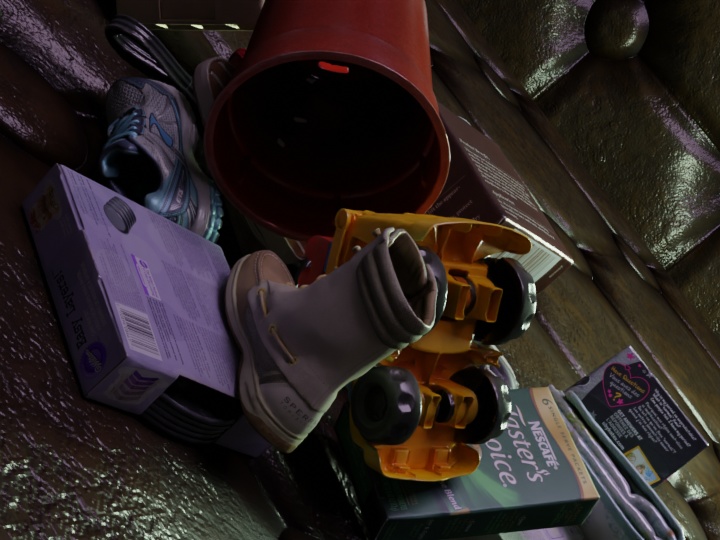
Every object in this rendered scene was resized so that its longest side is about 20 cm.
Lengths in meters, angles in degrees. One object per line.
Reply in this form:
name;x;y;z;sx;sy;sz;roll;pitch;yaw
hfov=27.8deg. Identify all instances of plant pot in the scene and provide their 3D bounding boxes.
plant pot;-0.021;-0.161;1.234;0.200;0.200;0.196;39;36;-29

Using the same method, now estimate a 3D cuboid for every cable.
cable;-0.156;-0.146;1.311;0.097;0.051;0.200;16;-22;39

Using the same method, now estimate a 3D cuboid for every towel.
towel;0.219;0.224;1.396;0.201;0.048;0.172;55;-23;23

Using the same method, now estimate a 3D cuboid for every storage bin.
storage bin;-0.122;-0.299;1.507;0.198;0.199;0.095;-21;114;-57

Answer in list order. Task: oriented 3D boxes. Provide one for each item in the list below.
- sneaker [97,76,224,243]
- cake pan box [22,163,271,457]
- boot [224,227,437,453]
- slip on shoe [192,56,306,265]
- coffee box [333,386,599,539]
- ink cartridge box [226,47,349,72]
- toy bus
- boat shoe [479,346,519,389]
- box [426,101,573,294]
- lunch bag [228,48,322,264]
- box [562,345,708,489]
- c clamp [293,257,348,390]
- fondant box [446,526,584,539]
sneaker;-0.181;-0.101;1.220;0.086;0.078;0.201;19;32;-45
cake pan box;-0.145;0.034;1.066;0.184;0.052;0.201;26;29;-48
boot;-0.022;0.020;1.055;0.072;0.154;0.201;39;21;-30
slip on shoe;-0.108;-0.091;1.292;0.201;0.060;0.076;63;32;-27
coffee box;0.087;0.158;1.206;0.198;0.044;0.124;0;47;-24
ink cartridge box;-0.039;-0.175;1.569;0.200;0.173;0.044;53;-14;12
toy bus;0.021;0.046;1.158;0.135;0.202;0.191;6;8;-45
boat shoe;0.077;0.068;1.325;0.200;0.072;0.063;46;18;-23
box;0.102;-0.051;1.649;0.166;0.164;0.201;26;28;-49
lunch bag;-0.063;-0.110;1.426;0.081;0.177;0.201;-21;61;-24
box;0.263;0.176;1.525;0.133;0.114;0.200;53;-10;12
c clamp;-0.012;0.061;1.247;0.200;0.027;0.171;45;58;-16
fondant box;0.113;0.204;1.324;0.145;0.058;0.200;56;18;21
